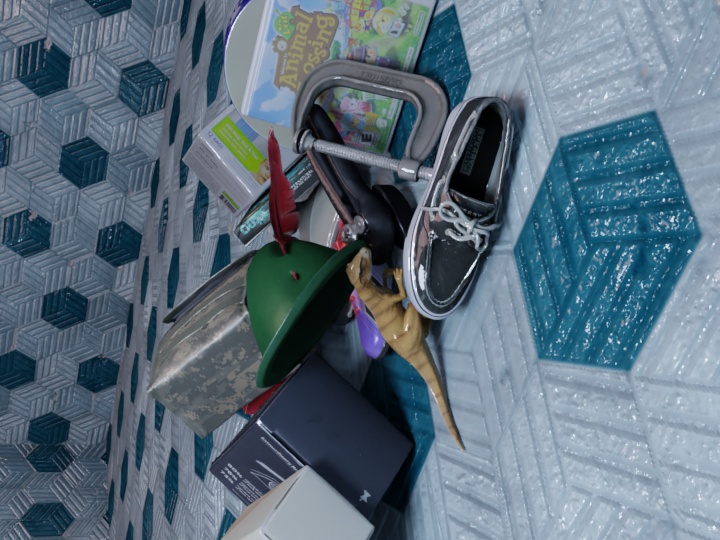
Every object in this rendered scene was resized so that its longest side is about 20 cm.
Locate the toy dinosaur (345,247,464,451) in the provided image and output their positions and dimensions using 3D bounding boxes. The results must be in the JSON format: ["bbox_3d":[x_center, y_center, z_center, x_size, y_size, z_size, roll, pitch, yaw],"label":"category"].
[{"bbox_3d":[0.048,0.063,0.701,0.060,0.106,0.202,-25,104,45],"label":"toy dinosaur"}]

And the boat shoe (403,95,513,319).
[{"bbox_3d":[0.091,-0.051,0.639,0.068,0.072,0.203,-132,60,-77],"label":"boat shoe"}]

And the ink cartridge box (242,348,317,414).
[{"bbox_3d":[-0.112,0.140,0.991,0.200,0.114,0.069,-139,60,-62],"label":"ink cartridge box"}]

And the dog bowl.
[{"bbox_3d":[-0.064,-0.250,0.867,0.079,0.196,0.203,-106,31,-61],"label":"dog bowl"}]

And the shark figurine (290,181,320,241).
[{"bbox_3d":[-0.075,-0.046,0.995,0.128,0.088,0.219,-143,64,-64],"label":"shark figurine"}]

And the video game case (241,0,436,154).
[{"bbox_3d":[-0.025,-0.247,0.813,0.022,0.178,0.203,-102,28,-61],"label":"video game case"}]

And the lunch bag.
[{"bbox_3d":[-0.160,0.068,0.893,0.163,0.118,0.201,-36,27,15],"label":"lunch bag"}]

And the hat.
[{"bbox_3d":[-0.103,-0.010,0.722,0.167,0.175,0.200,-59,-12,27],"label":"hat"}]

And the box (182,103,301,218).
[{"bbox_3d":[-0.130,-0.188,0.999,0.200,0.113,0.101,-48,12,-26],"label":"box"}]

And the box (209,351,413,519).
[{"bbox_3d":[-0.059,0.204,0.792,0.105,0.148,0.200,-48,1,-38],"label":"box"}]

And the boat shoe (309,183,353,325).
[{"bbox_3d":[-0.026,-0.033,0.908,0.073,0.059,0.205,-4,78,59],"label":"boat shoe"}]

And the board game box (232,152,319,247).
[{"bbox_3d":[-0.099,-0.107,0.965,0.135,0.028,0.200,-41,12,10],"label":"board game box"}]

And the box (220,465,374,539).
[{"bbox_3d":[-0.076,0.276,0.727,0.078,0.095,0.200,-48,2,-38],"label":"box"}]

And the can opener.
[{"bbox_3d":[-0.016,-0.094,0.798,0.201,0.078,0.064,55,130,18],"label":"can opener"}]

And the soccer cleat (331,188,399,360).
[{"bbox_3d":[0.000,0.000,0.827,0.068,0.072,0.204,147,125,-59],"label":"soccer cleat"}]

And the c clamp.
[{"bbox_3d":[0.005,-0.141,0.757,0.173,0.197,0.027,-63,-21,-12],"label":"c clamp"}]
